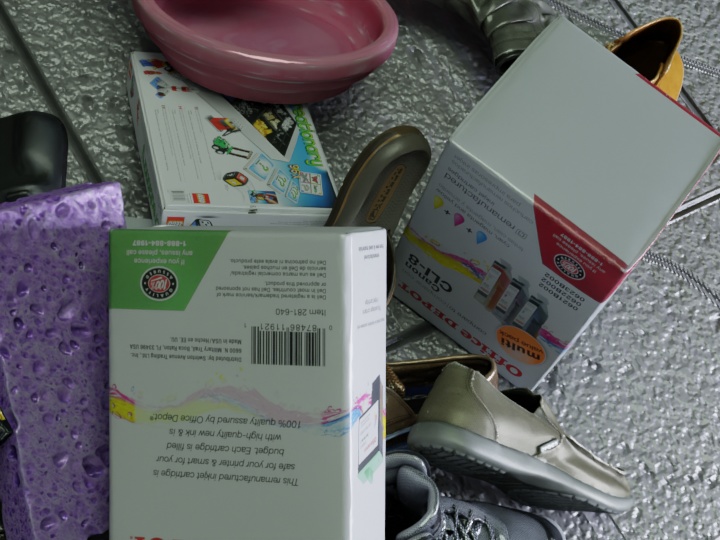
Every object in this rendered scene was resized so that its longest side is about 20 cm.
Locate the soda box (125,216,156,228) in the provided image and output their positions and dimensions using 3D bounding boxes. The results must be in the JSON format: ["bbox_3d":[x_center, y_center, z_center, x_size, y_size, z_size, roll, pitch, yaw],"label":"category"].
[{"bbox_3d":[-0.160,0.007,1.001,0.199,0.068,0.064,7,58,-13],"label":"soda box"}]

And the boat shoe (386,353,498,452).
[{"bbox_3d":[0.003,0.090,0.986,0.199,0.073,0.072,-11,43,-29],"label":"boat shoe"}]

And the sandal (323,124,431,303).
[{"bbox_3d":[0.000,0.000,0.982,0.055,0.201,0.082,38,17,25],"label":"sandal"}]

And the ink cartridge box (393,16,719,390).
[{"bbox_3d":[0.127,-0.039,1.034,0.145,0.200,0.145,37,60,7],"label":"ink cartridge box"}]

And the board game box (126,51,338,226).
[{"bbox_3d":[-0.093,-0.089,1.051,0.125,0.035,0.200,2,38,-17],"label":"board game box"}]

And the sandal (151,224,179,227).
[{"bbox_3d":[-0.112,0.074,0.935,0.079,0.059,0.208,2,88,-12],"label":"sandal"}]

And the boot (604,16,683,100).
[{"bbox_3d":[0.223,-0.154,1.159,0.071,0.144,0.201,40,58,8],"label":"boot"}]

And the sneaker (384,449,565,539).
[{"bbox_3d":[0.051,0.168,0.942,0.199,0.114,0.076,3,60,-14],"label":"sneaker"}]

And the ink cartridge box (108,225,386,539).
[{"bbox_3d":[-0.063,0.076,0.846,0.144,0.084,0.201,1,93,16],"label":"ink cartridge box"}]

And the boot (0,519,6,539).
[{"bbox_3d":[-0.181,0.243,0.859,0.199,0.069,0.175,9,58,-13],"label":"boot"}]

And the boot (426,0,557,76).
[{"bbox_3d":[0.092,-0.214,1.178,0.199,0.068,0.131,-4,59,-41],"label":"boot"}]

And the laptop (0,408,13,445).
[{"bbox_3d":[-0.292,0.124,0.807,0.116,0.187,0.200,-3,55,-56],"label":"laptop"}]

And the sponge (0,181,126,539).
[{"bbox_3d":[-0.172,0.055,0.861,0.111,0.030,0.201,-18,103,-53],"label":"sponge"}]

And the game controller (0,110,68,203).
[{"bbox_3d":[-0.278,-0.041,0.958,0.199,0.042,0.105,-13,50,18],"label":"game controller"}]

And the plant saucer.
[{"bbox_3d":[-0.073,-0.182,1.111,0.199,0.051,0.201,9,33,-6],"label":"plant saucer"}]

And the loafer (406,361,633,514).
[{"bbox_3d":[0.115,0.113,0.973,0.200,0.075,0.070,28,67,-41],"label":"loafer"}]
